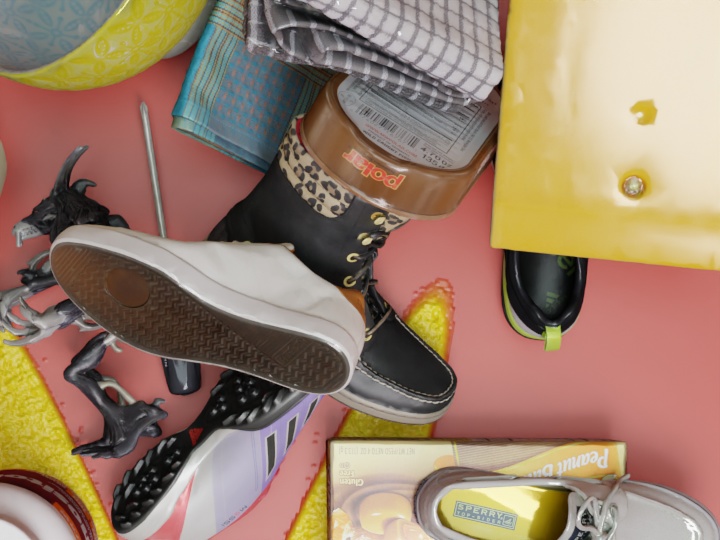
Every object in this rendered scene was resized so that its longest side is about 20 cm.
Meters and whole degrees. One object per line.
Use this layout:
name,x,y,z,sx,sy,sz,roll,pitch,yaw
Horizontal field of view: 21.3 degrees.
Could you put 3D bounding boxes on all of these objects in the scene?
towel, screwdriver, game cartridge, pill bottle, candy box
towel,-0.034,-0.159,1.269,0.147,0.022,0.200,25,86,-38
screwdriver,-0.132,-0.015,1.288,0.028,0.029,0.200,-8,94,-4
game cartridge,0.174,-0.101,1.183,0.176,0.032,0.200,6,112,6
pill bottle,-0.226,0.186,1.193,0.113,0.200,0.113,0,89,-4
towel,0.007,-0.201,1.185,0.165,0.086,0.200,20,54,-34
candy box,0.077,0.171,1.284,0.200,0.055,0.116,1,88,-4

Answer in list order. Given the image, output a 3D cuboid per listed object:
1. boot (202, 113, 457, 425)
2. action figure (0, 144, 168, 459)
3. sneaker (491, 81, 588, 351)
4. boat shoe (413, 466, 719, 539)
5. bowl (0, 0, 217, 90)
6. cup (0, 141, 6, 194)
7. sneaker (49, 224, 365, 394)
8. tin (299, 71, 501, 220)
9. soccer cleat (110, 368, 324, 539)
boot,0.000,0.000,1.241,0.200,0.073,0.151,37,130,4
action figure,-0.190,0.024,1.246,0.102,0.119,0.200,-14,95,-9
sneaker,0.128,-0.047,1.280,0.072,0.083,0.200,-5,88,-4
boat shoe,0.137,0.161,1.217,0.202,0.086,0.075,12,87,-4
bowl,-0.154,-0.196,1.245,0.108,0.200,0.200,27,86,-44
cup,-0.312,-0.056,1.217,0.200,0.200,0.143,47,61,-1
sneaker,-0.092,0.011,1.190,0.200,0.085,0.073,22,130,-1
tin,0.034,-0.095,1.216,0.112,0.200,0.042,36,119,1
soccer cleat,-0.075,0.115,1.252,0.200,0.068,0.073,-44,124,15
